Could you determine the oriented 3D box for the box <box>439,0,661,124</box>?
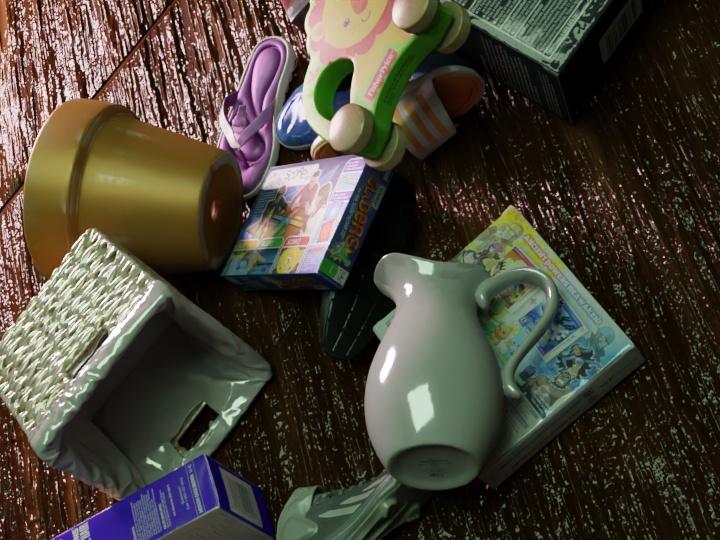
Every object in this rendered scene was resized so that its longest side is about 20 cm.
[{"bbox_3d":[0.181,-0.291,1.362,0.198,0.123,0.201,35,84,23],"label":"box"}]

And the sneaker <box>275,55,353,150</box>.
[{"bbox_3d":[-0.035,-0.202,1.443,0.199,0.111,0.077,-31,69,26],"label":"sneaker"}]

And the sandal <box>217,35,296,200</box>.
[{"bbox_3d":[-0.127,-0.176,1.539,0.082,0.050,0.205,-2,66,30],"label":"sandal"}]

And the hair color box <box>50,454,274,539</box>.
[{"bbox_3d":[-0.195,0.260,1.313,0.199,0.109,0.065,-31,54,11],"label":"hair color box"}]

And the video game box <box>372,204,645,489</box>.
[{"bbox_3d":[0.132,0.067,1.271,0.182,0.047,0.201,-42,53,8],"label":"video game box"}]

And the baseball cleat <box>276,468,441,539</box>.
[{"bbox_3d":[-0.008,0.213,1.258,0.200,0.070,0.106,-46,53,0],"label":"baseball cleat"}]

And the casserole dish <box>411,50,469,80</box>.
[{"bbox_3d":[0.082,-0.300,1.496,0.120,0.039,0.202,-3,65,28],"label":"casserole dish"}]

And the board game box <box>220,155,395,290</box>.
[{"bbox_3d":[-0.057,-0.047,1.390,0.199,0.034,0.136,-1,61,57],"label":"board game box"}]

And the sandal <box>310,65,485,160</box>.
[{"bbox_3d":[0.043,-0.138,1.414,0.205,0.079,0.060,-26,56,25],"label":"sandal"}]

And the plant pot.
[{"bbox_3d":[-0.230,-0.073,1.468,0.181,0.200,0.202,8,69,16],"label":"plant pot"}]

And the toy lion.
[{"bbox_3d":[0.003,-0.222,1.320,0.191,0.068,0.201,38,104,46],"label":"toy lion"}]

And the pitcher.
[{"bbox_3d":[0.090,0.082,1.198,0.170,0.122,0.202,-6,52,13],"label":"pitcher"}]

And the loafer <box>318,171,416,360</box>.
[{"bbox_3d":[0.000,0.000,1.375,0.072,0.072,0.202,-24,41,59],"label":"loafer"}]

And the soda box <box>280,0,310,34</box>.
[{"bbox_3d":[0.000,-0.346,1.515,0.200,0.063,0.070,-44,40,19],"label":"soda box"}]

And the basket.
[{"bbox_3d":[-0.235,0.100,1.364,0.160,0.200,0.199,36,85,39],"label":"basket"}]
